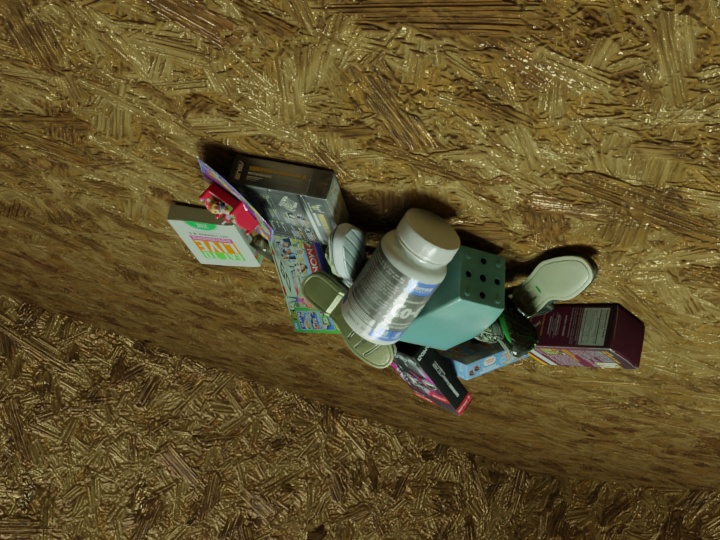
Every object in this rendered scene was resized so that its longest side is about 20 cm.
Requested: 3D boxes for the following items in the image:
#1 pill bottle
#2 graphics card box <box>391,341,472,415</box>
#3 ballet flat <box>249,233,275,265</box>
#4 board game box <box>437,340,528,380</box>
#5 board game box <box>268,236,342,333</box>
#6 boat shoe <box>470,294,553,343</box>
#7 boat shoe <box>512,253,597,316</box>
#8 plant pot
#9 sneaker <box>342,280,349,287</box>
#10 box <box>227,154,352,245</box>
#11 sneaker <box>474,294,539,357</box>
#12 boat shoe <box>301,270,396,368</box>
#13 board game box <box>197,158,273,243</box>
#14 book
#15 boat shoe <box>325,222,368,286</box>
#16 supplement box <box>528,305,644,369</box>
[{"bbox_3d":[0.062,0.009,1.217,0.113,0.114,0.201,21,124,-19],"label":"pill bottle"},{"bbox_3d":[0.116,0.185,1.489,0.125,0.051,0.200,19,153,48],"label":"graphics card box"},{"bbox_3d":[-0.152,-0.029,1.539,0.067,0.047,0.200,32,175,29],"label":"ballet flat"},{"bbox_3d":[0.231,0.155,1.561,0.199,0.037,0.151,-16,-162,-33],"label":"board game box"},{"bbox_3d":[-0.091,0.016,1.423,0.134,0.201,0.029,-2,-161,44],"label":"board game box"},{"bbox_3d":[0.277,0.088,1.454,0.071,0.068,0.199,22,152,-32],"label":"boat shoe"},{"bbox_3d":[0.316,0.013,1.262,0.072,0.067,0.200,59,156,7],"label":"boat shoe"},{"bbox_3d":[0.143,0.035,1.315,0.140,0.142,0.200,14,159,-25],"label":"plant pot"},{"bbox_3d":[0.000,0.000,1.425,0.199,0.073,0.072,19,-152,11],"label":"sneaker"},{"bbox_3d":[-0.106,-0.105,1.252,0.157,0.049,0.200,10,162,12],"label":"box"},{"bbox_3d":[0.236,0.098,1.331,0.078,0.085,0.200,32,-167,-16],"label":"sneaker"},{"bbox_3d":[-0.010,0.075,1.330,0.200,0.075,0.068,48,-159,4],"label":"boat shoe"},{"bbox_3d":[-0.207,-0.093,1.246,0.158,0.039,0.200,44,171,-1],"label":"board game box"},{"bbox_3d":[-0.276,-0.066,1.536,0.133,0.048,0.200,7,159,12],"label":"book"},{"bbox_3d":[-0.027,-0.018,1.274,0.062,0.072,0.200,19,160,18],"label":"boat shoe"},{"bbox_3d":[0.403,0.122,1.458,0.199,0.086,0.110,-3,155,46],"label":"supplement box"}]
